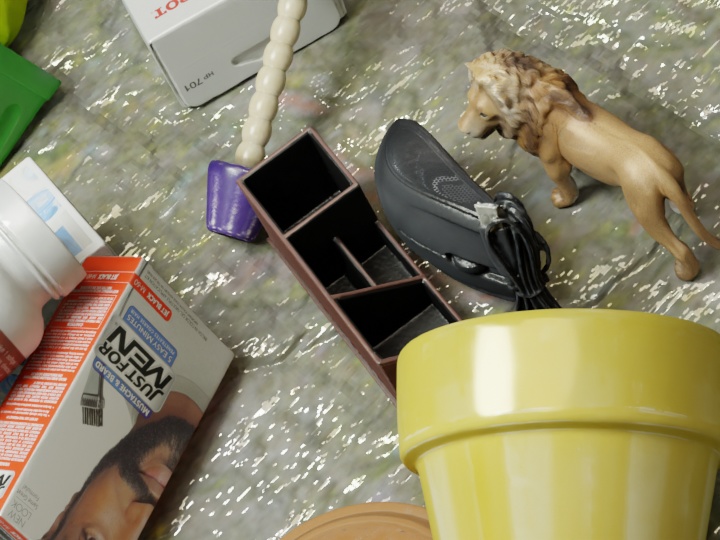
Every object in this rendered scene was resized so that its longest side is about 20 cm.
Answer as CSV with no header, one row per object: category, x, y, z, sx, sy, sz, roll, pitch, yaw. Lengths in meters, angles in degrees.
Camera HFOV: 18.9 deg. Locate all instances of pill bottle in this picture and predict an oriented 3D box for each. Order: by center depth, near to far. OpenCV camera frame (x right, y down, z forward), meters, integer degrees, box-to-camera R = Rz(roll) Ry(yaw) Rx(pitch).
pill bottle,-0.276,0.039,1.386,0.200,0.112,0.112,-42,54,-9

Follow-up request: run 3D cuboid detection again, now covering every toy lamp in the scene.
toy lamp,-0.066,-0.121,1.534,0.058,0.058,0.202,15,89,29

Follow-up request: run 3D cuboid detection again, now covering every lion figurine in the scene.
lion figurine,0.159,-0.075,1.409,0.199,0.123,0.073,24,69,31

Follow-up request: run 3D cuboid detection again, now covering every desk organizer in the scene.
desk organizer,0.000,0.000,1.449,0.071,0.077,0.200,-36,53,-4

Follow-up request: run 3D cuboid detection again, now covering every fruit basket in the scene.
fruit basket,-0.328,-0.190,1.671,0.214,0.155,0.218,-7,72,24

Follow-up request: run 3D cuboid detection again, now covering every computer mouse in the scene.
computer mouse,0.059,-0.030,1.424,0.053,0.139,0.200,-34,43,-8

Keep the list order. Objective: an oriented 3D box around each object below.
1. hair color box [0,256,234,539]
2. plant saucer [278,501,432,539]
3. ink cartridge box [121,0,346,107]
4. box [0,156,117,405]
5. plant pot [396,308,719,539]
hair color box,-0.174,0.103,1.415,0.064,0.111,0.201,1,54,42
plant saucer,0.000,0.233,1.327,0.198,0.032,0.202,-11,55,15
ink cartridge box,-0.120,-0.244,1.651,0.146,0.086,0.201,-30,51,-2
box,-0.262,0.039,1.510,0.200,0.102,0.112,-41,54,-8
plant pot,0.121,0.139,1.253,0.199,0.201,0.191,-6,73,18
